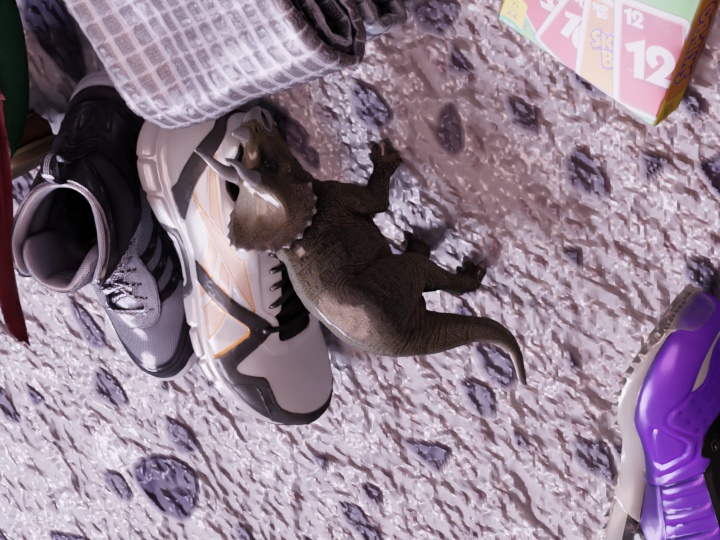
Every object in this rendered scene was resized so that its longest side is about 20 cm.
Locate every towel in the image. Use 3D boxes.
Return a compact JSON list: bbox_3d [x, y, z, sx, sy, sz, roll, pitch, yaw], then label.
[{"bbox_3d":[-0.089,-0.177,1.381,0.165,0.086,0.201,-16,109,50],"label":"towel"}]

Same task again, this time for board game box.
[{"bbox_3d":[0.125,-0.162,1.220,0.095,0.030,0.201,36,139,18],"label":"board game box"}]

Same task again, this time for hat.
[{"bbox_3d":[-0.188,-0.080,1.502,0.176,0.201,0.166,34,173,4],"label":"hat"}]

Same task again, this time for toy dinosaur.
[{"bbox_3d":[0.000,0.000,1.424,0.200,0.102,0.077,51,144,0],"label":"toy dinosaur"}]

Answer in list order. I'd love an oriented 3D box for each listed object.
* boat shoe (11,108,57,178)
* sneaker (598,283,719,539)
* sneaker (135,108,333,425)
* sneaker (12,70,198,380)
[{"bbox_3d":[-0.241,-0.075,1.623,0.200,0.072,0.068,-14,98,59],"label":"boat shoe"},{"bbox_3d":[0.179,0.093,1.353,0.099,0.070,0.201,24,140,21],"label":"sneaker"},{"bbox_3d":[-0.057,0.000,1.509,0.080,0.074,0.201,1,121,44],"label":"sneaker"},{"bbox_3d":[-0.145,-0.004,1.552,0.075,0.114,0.201,5,125,23],"label":"sneaker"}]
